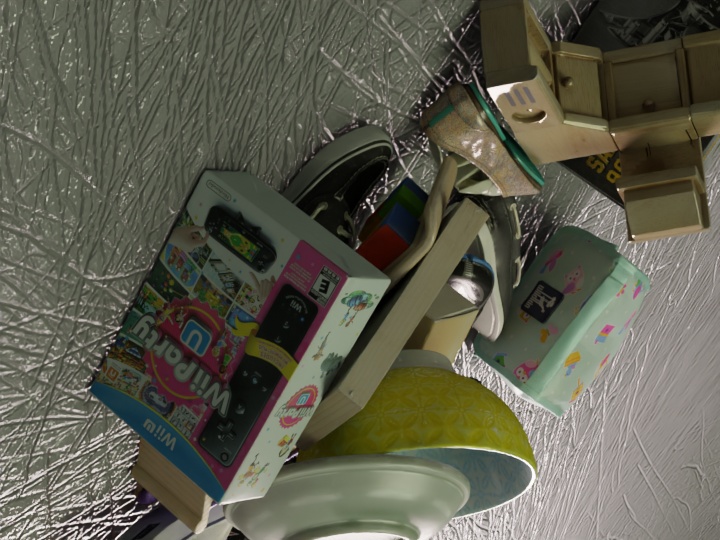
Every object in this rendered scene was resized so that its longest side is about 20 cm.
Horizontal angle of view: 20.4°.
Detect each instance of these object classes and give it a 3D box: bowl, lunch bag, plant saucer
[{"bbox_3d":[0.040,0.129,1.639,0.200,0.108,0.200,-5,156,-2],"label":"bowl"},{"bbox_3d":[0.199,0.050,1.955,0.170,0.122,0.200,-52,178,1],"label":"lunch bag"},{"bbox_3d":[-0.009,0.202,1.602,0.200,0.050,0.200,-5,156,-2],"label":"plant saucer"}]

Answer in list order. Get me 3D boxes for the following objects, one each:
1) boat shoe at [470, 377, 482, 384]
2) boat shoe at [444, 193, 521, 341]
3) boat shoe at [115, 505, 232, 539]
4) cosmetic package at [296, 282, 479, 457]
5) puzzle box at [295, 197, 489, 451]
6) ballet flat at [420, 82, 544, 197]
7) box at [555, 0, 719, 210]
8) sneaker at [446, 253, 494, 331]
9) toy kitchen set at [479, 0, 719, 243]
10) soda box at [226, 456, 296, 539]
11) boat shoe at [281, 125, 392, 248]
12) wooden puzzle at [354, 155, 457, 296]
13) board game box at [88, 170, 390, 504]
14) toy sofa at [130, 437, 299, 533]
[{"bbox_3d":[0.064,0.166,1.979,0.199,0.074,0.066,-28,144,-42],"label":"boat shoe"},{"bbox_3d":[0.119,-0.009,1.851,0.060,0.074,0.200,-40,145,-19],"label":"boat shoe"},{"bbox_3d":[-0.153,0.239,1.663,0.200,0.071,0.070,-33,108,-61],"label":"boat shoe"},{"bbox_3d":[0.012,0.091,1.760,0.071,0.105,0.200,-15,134,-52],"label":"cosmetic package"},{"bbox_3d":[0.019,0.042,1.550,0.200,0.025,0.133,-55,-174,-28],"label":"puzzle box"},{"bbox_3d":[0.099,-0.103,1.716,0.067,0.068,0.200,-34,150,8],"label":"ballet flat"},{"bbox_3d":[0.257,-0.161,1.775,0.200,0.158,0.048,-56,162,9],"label":"box"},{"bbox_3d":[0.069,0.059,1.806,0.083,0.071,0.200,-84,-165,-46],"label":"sneaker"},{"bbox_3d":[0.220,-0.129,1.643,0.200,0.164,0.180,-9,159,16],"label":"toy kitchen set"},{"bbox_3d":[-0.102,0.227,1.792,0.200,0.063,0.071,-34,149,-34],"label":"soda box"},{"bbox_3d":[-0.037,-0.030,1.565,0.200,0.064,0.071,-45,153,-15],"label":"boat shoe"},{"bbox_3d":[0.000,0.000,1.604,0.200,0.046,0.185,-51,-175,19],"label":"wooden puzzle"},{"bbox_3d":[-0.092,0.049,1.478,0.064,0.147,0.200,-2,125,-60],"label":"board game box"},{"bbox_3d":[-0.092,0.143,1.676,0.200,0.083,0.098,-29,145,-40],"label":"toy sofa"}]
